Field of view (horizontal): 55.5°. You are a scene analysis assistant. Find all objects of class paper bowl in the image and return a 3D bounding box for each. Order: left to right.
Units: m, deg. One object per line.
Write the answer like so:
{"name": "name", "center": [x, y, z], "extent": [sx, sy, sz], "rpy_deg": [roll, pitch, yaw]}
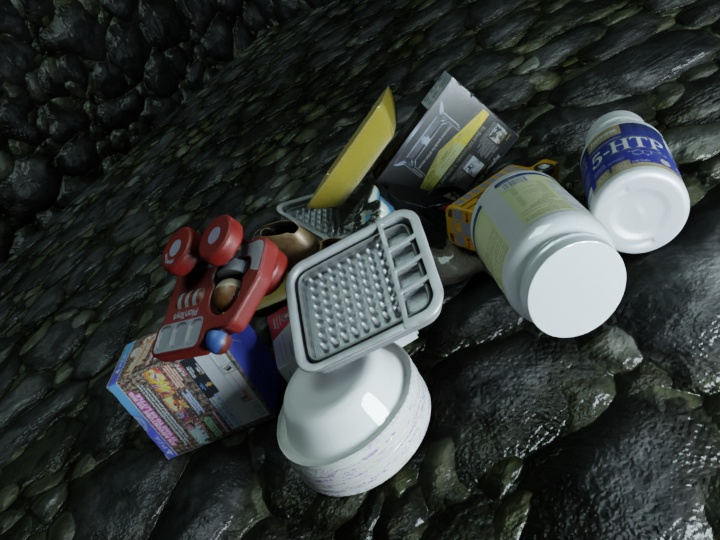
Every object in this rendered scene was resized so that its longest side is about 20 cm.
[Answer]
{"name": "paper bowl", "center": [-0.018, 0.166, 0.858], "extent": [0.196, 0.106, 0.203], "rpy_deg": [-25, 31, 16]}

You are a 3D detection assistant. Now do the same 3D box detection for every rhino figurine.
{"name": "rhino figurine", "center": [0.131, -0.011, 1.016], "extent": [0.194, 0.061, 0.088], "rpy_deg": [-8, 23, 13]}

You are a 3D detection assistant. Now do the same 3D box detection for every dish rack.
{"name": "dish rack", "center": [-0.028, -0.072, 1.140], "extent": [0.198, 0.045, 0.169], "rpy_deg": [30, 36, 34]}
{"name": "dish rack", "center": [0.005, 0.031, 0.848], "extent": [0.196, 0.044, 0.175], "rpy_deg": [-26, 49, 12]}

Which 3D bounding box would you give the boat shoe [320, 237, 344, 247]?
{"name": "boat shoe", "center": [0.000, 0.000, 0.945], "extent": [0.076, 0.075, 0.198], "rpy_deg": [-43, 32, -22]}

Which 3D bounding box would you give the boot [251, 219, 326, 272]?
{"name": "boot", "center": [-0.137, -0.036, 1.006], "extent": [0.196, 0.076, 0.075], "rpy_deg": [-7, 48, 43]}

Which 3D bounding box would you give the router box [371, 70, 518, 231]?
{"name": "router box", "center": [0.136, -0.191, 1.117], "extent": [0.201, 0.155, 0.053], "rpy_deg": [-51, 24, 15]}

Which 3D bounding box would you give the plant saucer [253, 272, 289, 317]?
{"name": "plant saucer", "center": [-0.123, 0.033, 1.135], "extent": [0.195, 0.050, 0.199], "rpy_deg": [-21, -9, 19]}

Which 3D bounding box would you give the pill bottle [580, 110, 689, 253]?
{"name": "pill bottle", "center": [0.358, -0.129, 0.918], "extent": [0.117, 0.121, 0.202], "rpy_deg": [-18, 32, 22]}

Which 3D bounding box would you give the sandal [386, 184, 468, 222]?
{"name": "sandal", "center": [0.137, -0.105, 1.057], "extent": [0.076, 0.194, 0.046], "rpy_deg": [-100, 28, -58]}

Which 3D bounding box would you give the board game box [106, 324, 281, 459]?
{"name": "board game box", "center": [-0.241, 0.163, 1.020], "extent": [0.195, 0.162, 0.098], "rpy_deg": [-23, 29, 15]}

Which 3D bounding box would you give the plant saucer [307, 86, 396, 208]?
{"name": "plant saucer", "center": [-0.001, -0.194, 1.131], "extent": [0.201, 0.048, 0.201], "rpy_deg": [-51, 9, 21]}

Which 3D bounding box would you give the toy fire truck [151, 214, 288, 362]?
{"name": "toy fire truck", "center": [-0.190, 0.034, 0.905], "extent": [0.196, 0.111, 0.173], "rpy_deg": [-11, 57, 38]}

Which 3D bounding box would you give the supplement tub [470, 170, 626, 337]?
{"name": "supplement tub", "center": [0.229, -0.025, 0.859], "extent": [0.142, 0.147, 0.201], "rpy_deg": [-28, 29, 6]}

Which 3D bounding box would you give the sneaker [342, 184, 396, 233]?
{"name": "sneaker", "center": [0.030, -0.063, 1.037], "extent": [0.079, 0.089, 0.201], "rpy_deg": [-48, 16, 11]}

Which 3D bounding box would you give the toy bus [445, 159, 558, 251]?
{"name": "toy bus", "center": [0.217, -0.102, 1.017], "extent": [0.077, 0.067, 0.198], "rpy_deg": [19, 41, 42]}

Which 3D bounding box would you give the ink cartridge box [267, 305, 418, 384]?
{"name": "ink cartridge box", "center": [-0.030, 0.082, 1.013], "extent": [0.197, 0.084, 0.146], "rpy_deg": [-31, 30, 2]}
